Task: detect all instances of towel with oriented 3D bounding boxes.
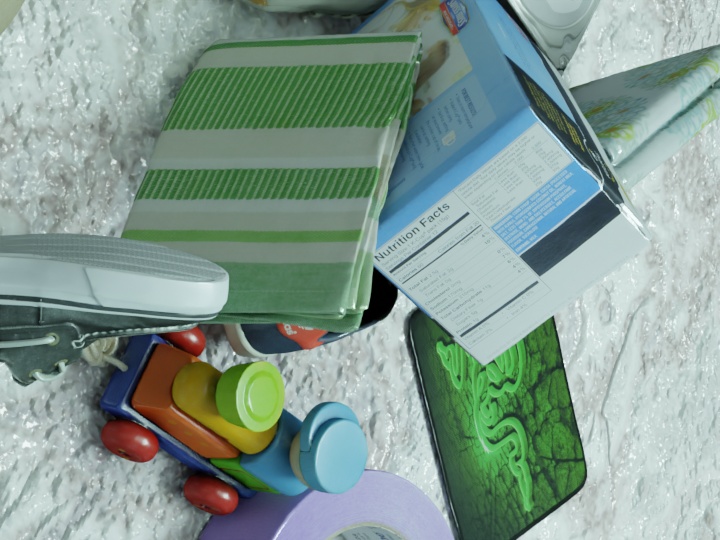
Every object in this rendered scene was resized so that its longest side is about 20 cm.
[{"bbox_3d":[0.164,-0.093,1.061,0.200,0.171,0.048,-37,109,-39],"label":"towel"},{"bbox_3d":[-0.050,-0.054,0.839,0.023,0.151,0.201,67,30,-51],"label":"towel"}]

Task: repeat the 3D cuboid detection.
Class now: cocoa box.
[{"bbox_3d":[0.064,-0.073,0.918,0.131,0.133,0.201,41,19,-34],"label":"cocoa box"}]

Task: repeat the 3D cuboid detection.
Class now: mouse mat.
[{"bbox_3d":[0.106,0.100,1.115,0.160,0.007,0.202,-27,107,-42],"label":"mouse mat"}]

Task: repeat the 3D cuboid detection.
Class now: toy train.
[{"bbox_3d":[-0.092,0.066,0.837,0.200,0.115,0.085,41,61,-37],"label":"toy train"}]

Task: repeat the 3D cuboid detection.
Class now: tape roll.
[{"bbox_3d":[-0.021,0.224,0.944,0.199,0.065,0.202,1,89,-44],"label":"tape roll"}]

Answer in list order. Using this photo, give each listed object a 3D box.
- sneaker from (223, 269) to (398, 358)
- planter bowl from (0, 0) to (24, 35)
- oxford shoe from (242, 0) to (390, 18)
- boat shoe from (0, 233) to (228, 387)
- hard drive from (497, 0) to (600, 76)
[{"bbox_3d":[0.000,0.000,0.942,0.200,0.084,0.075,-39,114,-51],"label":"sneaker"},{"bbox_3d":[-0.223,-0.176,0.696,0.199,0.134,0.202,1,89,-46],"label":"planter bowl"},{"bbox_3d":[-0.013,-0.190,0.967,0.199,0.075,0.058,-7,136,-53],"label":"oxford shoe"},{"bbox_3d":[-0.167,0.022,0.758,0.198,0.072,0.072,2,103,-6],"label":"boat shoe"},{"bbox_3d":[0.114,-0.258,1.107,0.200,0.038,0.140,48,57,-33],"label":"hard drive"}]
